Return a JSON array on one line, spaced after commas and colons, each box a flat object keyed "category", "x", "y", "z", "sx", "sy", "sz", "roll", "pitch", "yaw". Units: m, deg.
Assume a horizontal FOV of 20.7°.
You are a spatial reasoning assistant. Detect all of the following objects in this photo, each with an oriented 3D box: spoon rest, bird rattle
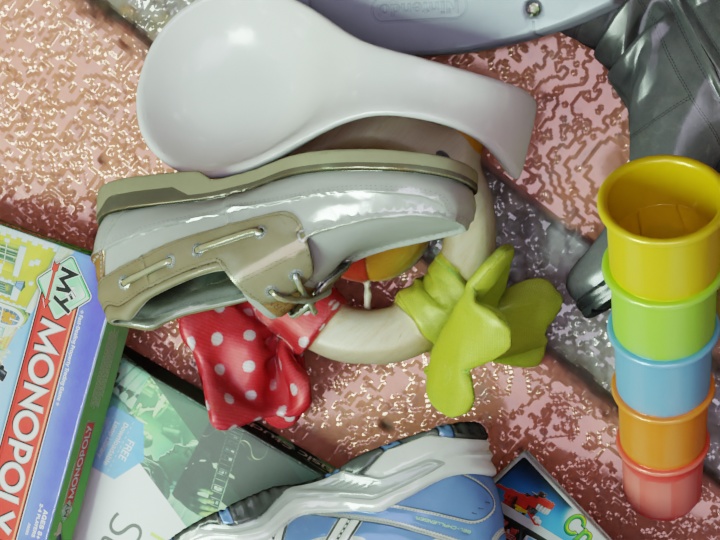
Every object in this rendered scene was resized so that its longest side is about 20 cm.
[{"category": "spoon rest", "x": -0.018, "y": -0.085, "z": 0.942, "sx": 0.198, "sy": 0.061, "sz": 0.100, "roll": 8, "pitch": 75, "yaw": 20}, {"category": "bird rattle", "x": 0.000, "y": 0.000, "z": 0.997, "sx": 0.198, "sy": 0.113, "sz": 0.165, "roll": -1, "pitch": 84, "yaw": 21}]

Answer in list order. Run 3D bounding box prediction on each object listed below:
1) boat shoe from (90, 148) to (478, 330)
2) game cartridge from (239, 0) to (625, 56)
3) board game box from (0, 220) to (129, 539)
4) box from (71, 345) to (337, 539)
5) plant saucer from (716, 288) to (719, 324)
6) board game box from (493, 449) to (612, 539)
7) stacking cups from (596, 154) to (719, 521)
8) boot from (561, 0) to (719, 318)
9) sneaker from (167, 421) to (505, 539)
[{"category": "boat shoe", "x": -0.036, "y": -0.011, "z": 0.926, "sx": 0.198, "sy": 0.075, "sz": 0.069, "roll": -7, "pitch": 71, "yaw": 28}, {"category": "game cartridge", "x": 0.032, "y": -0.173, "z": 0.964, "sx": 0.198, "sy": 0.040, "sz": 0.135, "roll": 1, "pitch": 93, "yaw": 23}, {"category": "board game box", "x": -0.198, "y": 0.076, "z": 1.020, "sx": 0.134, "sy": 0.029, "sz": 0.202, "roll": 17, "pitch": 94, "yaw": 23}, {"category": "box", "x": -0.089, "y": 0.143, "z": 1.035, "sx": 0.199, "sy": 0.036, "sz": 0.145, "roll": 29, "pitch": 99, "yaw": 3}, {"category": "plant saucer", "x": 0.292, "y": -0.028, "z": 0.930, "sx": 0.198, "sy": 0.048, "sz": 0.202, "roll": 19, "pitch": 99, "yaw": -15}, {"category": "board game box", "x": 0.092, "y": 0.190, "z": 0.940, "sx": 0.126, "sy": 0.200, "sz": 0.035, "roll": -42, "pitch": 133, "yaw": -1}, {"category": "stacking cups", "x": 0.148, "y": 0.041, "z": 0.934, "sx": 0.060, "sy": 0.061, "sz": 0.201, "roll": -4, "pitch": 132, "yaw": 8}, {"category": "boot", "x": 0.139, "y": -0.086, "z": 0.973, "sx": 0.131, "sy": 0.070, "sz": 0.200, "roll": 42, "pitch": 92, "yaw": 8}, {"category": "sneaker", "x": -0.022, "y": 0.142, "z": 0.966, "sx": 0.198, "sy": 0.076, "sz": 0.078, "roll": -23, "pitch": 80, "yaw": 11}]
